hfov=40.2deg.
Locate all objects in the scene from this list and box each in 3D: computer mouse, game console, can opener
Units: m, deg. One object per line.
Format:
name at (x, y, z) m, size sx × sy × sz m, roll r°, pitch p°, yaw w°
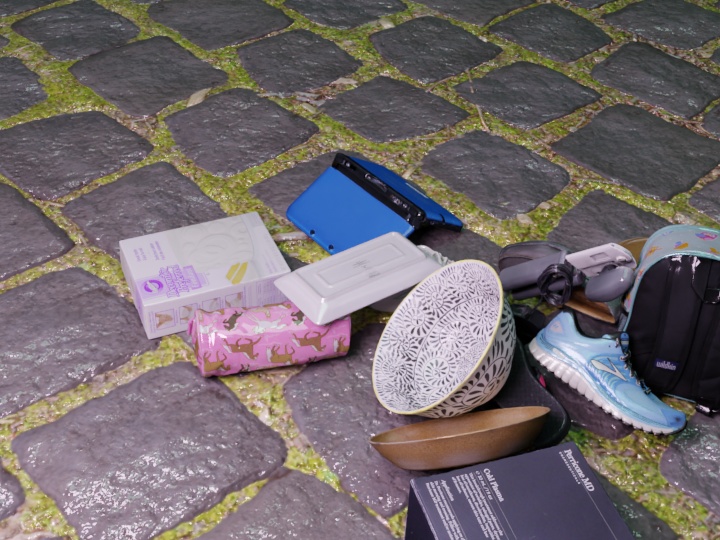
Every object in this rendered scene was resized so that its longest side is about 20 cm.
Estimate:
computer mouse at (0.207, 0.038, 1.182) m, size 0.058 × 0.201 × 0.034 m, roll 25°, pitch 59°, yaw -2°
game console at (0.021, -0.076, 1.452) m, size 0.169 × 0.120 × 0.199 m, roll 9°, pitch 24°, yaw -49°
can opener at (0.252, 0.013, 1.220) m, size 0.053 × 0.198 × 0.068 m, roll 33°, pitch 58°, yaw -29°

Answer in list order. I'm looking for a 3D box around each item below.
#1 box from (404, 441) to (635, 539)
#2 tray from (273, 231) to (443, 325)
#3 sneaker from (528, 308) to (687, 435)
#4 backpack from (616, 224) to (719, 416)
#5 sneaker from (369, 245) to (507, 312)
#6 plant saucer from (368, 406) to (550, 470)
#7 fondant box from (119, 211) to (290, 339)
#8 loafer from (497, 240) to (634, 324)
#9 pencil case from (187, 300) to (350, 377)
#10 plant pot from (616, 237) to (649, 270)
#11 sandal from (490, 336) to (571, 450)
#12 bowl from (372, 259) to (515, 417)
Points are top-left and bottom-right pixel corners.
box at (0.158, 0.285, 0.920) m, size 0.179 × 0.106 × 0.201 m, roll -10°, pitch 41°, yaw -15°
tray at (0.000, 0.000, 1.220) m, size 0.198 × 0.023 × 0.107 m, roll -22°, pitch 42°, yaw -29°
sneaker at (0.294, 0.116, 1.136) m, size 0.199 × 0.091 × 0.078 m, roll 36°, pitch 5°, yaw 18°
backpack at (0.401, 0.045, 1.176) m, size 0.173 × 0.203 × 0.154 m, roll 15°, pitch 39°, yaw 17°
sneaker at (0.100, 0.013, 1.296) m, size 0.196 × 0.081 × 0.071 m, roll 2°, pitch 36°, yaw -3°
plant saucer at (0.107, 0.180, 1.046) m, size 0.196 × 0.036 × 0.200 m, roll -11°, pitch -4°, yaw -1°
fondant box at (-0.206, 0.002, 1.304) m, size 0.197 × 0.059 × 0.145 m, roll -14°, pitch 42°, yaw -19°
loafer at (0.268, 0.014, 1.310) m, size 0.197 × 0.074 × 0.073 m, roll 14°, pitch 49°, yaw 30°
pencil case at (-0.110, 0.076, 1.199) m, size 0.196 × 0.085 × 0.086 m, roll -9°, pitch 6°, yaw -14°
plant pot at (0.422, 0.011, 1.363) m, size 0.196 × 0.028 × 0.202 m, roll 3°, pitch 38°, yaw -2°
sandal at (0.188, 0.142, 1.156) m, size 0.075 × 0.045 × 0.201 m, roll -43°, pitch 38°, yaw 10°
bowl at (0.115, 0.098, 1.148) m, size 0.094 × 0.200 × 0.202 m, roll 38°, pitch 27°, yaw -28°
